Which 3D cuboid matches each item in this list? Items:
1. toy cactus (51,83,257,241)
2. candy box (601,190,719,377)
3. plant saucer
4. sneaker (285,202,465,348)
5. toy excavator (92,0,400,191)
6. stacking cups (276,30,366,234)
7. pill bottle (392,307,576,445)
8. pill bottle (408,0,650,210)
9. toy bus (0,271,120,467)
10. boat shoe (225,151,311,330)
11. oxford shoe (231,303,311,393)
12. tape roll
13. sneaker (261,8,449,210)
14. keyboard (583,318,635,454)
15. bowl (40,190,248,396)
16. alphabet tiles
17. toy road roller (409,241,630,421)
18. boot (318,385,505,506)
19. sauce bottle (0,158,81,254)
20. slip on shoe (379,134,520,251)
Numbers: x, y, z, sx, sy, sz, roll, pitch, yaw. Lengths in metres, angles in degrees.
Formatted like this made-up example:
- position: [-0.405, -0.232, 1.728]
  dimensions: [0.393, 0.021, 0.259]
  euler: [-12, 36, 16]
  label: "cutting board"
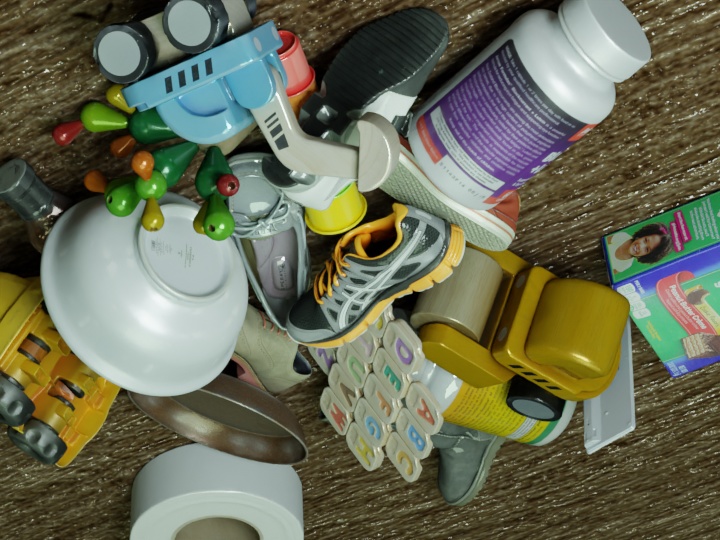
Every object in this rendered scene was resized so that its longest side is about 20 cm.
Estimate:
- position: [-0.156, -0.108, 1.313]
  dimensions: [0.165, 0.200, 0.102]
  euler: [-38, 138, -24]
  label: "toy cactus"
- position: [0.363, 0.003, 1.513]
  dimensions: [0.200, 0.077, 0.169]
  euler: [-24, 134, 18]
  label: "candy box"
- position: [-0.144, 0.146, 1.606]
  dimensions: [0.200, 0.035, 0.200]
  euler: [17, 158, 7]
  label: "plant saucer"
- position: [0.000, 0.000, 1.422]
  dimensions: [0.200, 0.078, 0.077]
  euler: [-35, 129, 25]
  label: "sneaker"
- position: [-0.086, -0.137, 1.237]
  dimensions: [0.194, 0.100, 0.200]
  euler: [-20, 103, 19]
  label: "toy excavator"
- position: [-0.044, -0.124, 1.360]
  dimensions: [0.060, 0.061, 0.200]
  euler: [-11, 132, 7]
  label: "stacking cups"
- position: [0.114, 0.104, 1.575]
  dimensions: [0.200, 0.113, 0.113]
  euler: [17, 133, -22]
  label: "pill bottle"
- position: [0.143, -0.149, 1.302]
  dimensions: [0.111, 0.112, 0.200]
  euler: [28, 129, -31]
  label: "pill bottle"
- position: [-0.350, 0.080, 1.499]
  dimensions: [0.192, 0.136, 0.200]
  euler: [18, 154, 25]
  label: "toy bus"
- position: [-0.084, -0.028, 1.448]
  dimensions: [0.074, 0.065, 0.202]
  euler: [-6, 138, 2]
  label: "boat shoe"
- position: [-0.103, 0.057, 1.543]
  dimensions: [0.075, 0.071, 0.200]
  euler: [-15, 147, 7]
  label: "oxford shoe"
- position: [-0.166, 0.284, 1.778]
  dimensions: [0.202, 0.071, 0.203]
  euler: [-3, 138, -3]
  label: "tape roll"
- position: [0.006, -0.135, 1.312]
  dimensions: [0.200, 0.074, 0.089]
  euler: [-46, 147, 2]
  label: "sneaker"
- position: [0.243, 0.098, 1.517]
  dimensions: [0.056, 0.200, 0.011]
  euler: [-29, 120, 26]
  label: "keyboard"
- position: [-0.173, 0.002, 1.366]
  dimensions: [0.201, 0.201, 0.090]
  euler: [23, 141, -27]
  label: "bowl"
- position: [0.008, 0.108, 1.524]
  dimensions: [0.015, 0.196, 0.200]
  euler: [-20, 147, -32]
  label: "alphabet tiles"
- position: [0.163, 0.048, 1.463]
  dimensions: [0.200, 0.123, 0.146]
  euler: [30, 155, -19]
  label: "toy road roller"
- position: [0.051, 0.175, 1.678]
  dimensions: [0.200, 0.073, 0.182]
  euler: [7, 123, -22]
  label: "boot"
- position: [-0.264, -0.028, 1.434]
  dimensions: [0.066, 0.066, 0.200]
  euler: [-21, 136, 17]
  label: "sauce bottle"
- position: [0.064, -0.091, 1.402]
  dimensions: [0.200, 0.061, 0.074]
  euler: [32, 160, -19]
  label: "slip on shoe"
